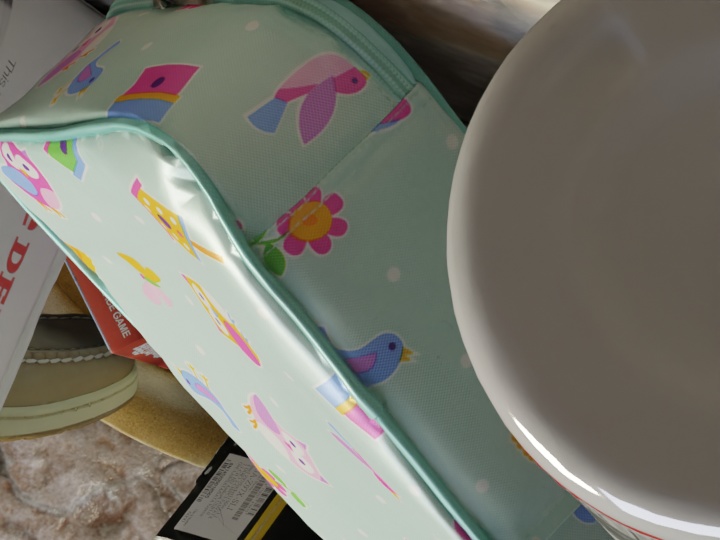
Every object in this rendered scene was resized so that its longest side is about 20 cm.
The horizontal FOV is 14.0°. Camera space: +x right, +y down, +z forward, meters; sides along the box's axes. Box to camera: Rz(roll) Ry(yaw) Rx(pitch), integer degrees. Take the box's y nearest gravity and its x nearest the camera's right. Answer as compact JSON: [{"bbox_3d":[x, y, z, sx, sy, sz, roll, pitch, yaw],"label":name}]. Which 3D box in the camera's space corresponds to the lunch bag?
[{"bbox_3d":[-0.008,0.006,0.797,0.200,0.077,0.160,51,163,-19],"label":"lunch bag"}]

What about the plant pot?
[{"bbox_3d":[-0.080,0.024,1.316,0.200,0.028,0.200,25,-157,-11],"label":"plant pot"}]

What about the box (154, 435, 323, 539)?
[{"bbox_3d":[0.011,0.117,1.197,0.049,0.160,0.200,11,142,35],"label":"box"}]

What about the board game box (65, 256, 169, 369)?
[{"bbox_3d":[-0.088,-0.013,1.075,0.103,0.019,0.200,61,-177,7],"label":"board game box"}]

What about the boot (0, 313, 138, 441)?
[{"bbox_3d":[-0.158,-0.023,1.000,0.199,0.155,0.072,3,-171,-33],"label":"boot"}]

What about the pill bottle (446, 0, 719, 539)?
[{"bbox_3d":[0.088,0.011,0.599,0.114,0.114,0.200,20,174,15],"label":"pill bottle"}]

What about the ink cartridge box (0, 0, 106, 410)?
[{"bbox_3d":[-0.168,-0.043,0.855,0.083,0.147,0.200,19,173,30],"label":"ink cartridge box"}]
